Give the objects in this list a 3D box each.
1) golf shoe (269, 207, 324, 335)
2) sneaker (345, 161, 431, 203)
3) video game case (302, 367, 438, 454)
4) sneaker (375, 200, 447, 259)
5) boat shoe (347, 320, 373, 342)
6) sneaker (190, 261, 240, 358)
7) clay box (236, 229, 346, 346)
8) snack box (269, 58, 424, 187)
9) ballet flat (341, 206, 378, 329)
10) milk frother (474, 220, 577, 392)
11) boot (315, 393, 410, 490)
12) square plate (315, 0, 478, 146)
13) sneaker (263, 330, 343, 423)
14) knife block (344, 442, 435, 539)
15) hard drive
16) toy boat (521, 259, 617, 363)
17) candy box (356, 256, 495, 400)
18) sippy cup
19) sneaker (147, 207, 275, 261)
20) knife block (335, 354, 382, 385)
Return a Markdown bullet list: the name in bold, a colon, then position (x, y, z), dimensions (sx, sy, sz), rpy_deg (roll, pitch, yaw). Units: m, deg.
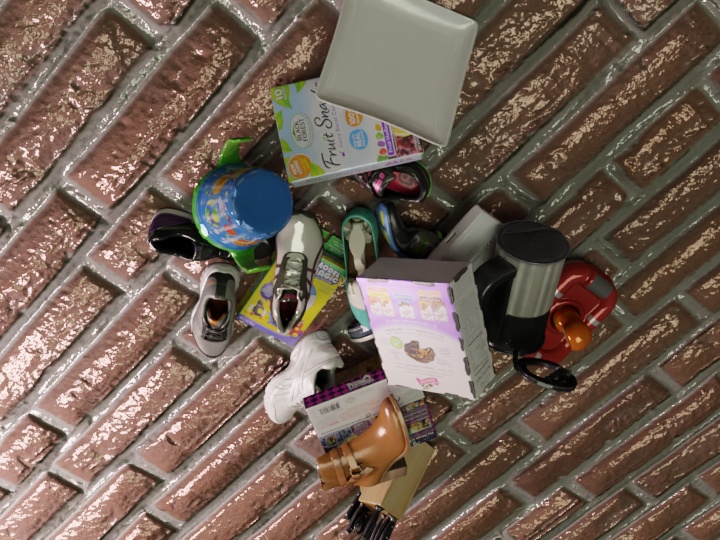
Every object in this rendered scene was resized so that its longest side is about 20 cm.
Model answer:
- **golf shoe**: position (-0.099, 0.004, 1.228), dimensions (0.077, 0.088, 0.201), rpy_deg (6, 115, -5)
- **sneaker**: position (0.020, -0.156, 1.201), dimensions (0.199, 0.084, 0.077), rpy_deg (16, 116, -12)
- **video game case**: position (0.020, 0.255, 1.368), dimensions (0.199, 0.036, 0.182), rpy_deg (-21, 126, -2)
- **sneaker**: position (0.095, -0.049, 1.285), dimensions (0.083, 0.071, 0.200), rpy_deg (-39, 122, 10)
- **boat shoe**: position (0.044, 0.062, 1.320), dimensions (0.200, 0.075, 0.062), rpy_deg (-29, 107, 42)
- **sneaker**: position (-0.243, 0.079, 1.305), dimensions (0.074, 0.080, 0.201), rpy_deg (6, 133, -10)
- **clay box**: position (-0.107, 0.021, 1.311), dimensions (0.115, 0.048, 0.200), rpy_deg (28, 114, -19)
- **snack box**: position (-0.018, -0.212, 1.149), dimensions (0.199, 0.053, 0.143), rpy_deg (-12, 86, 2)
- **ballet flat**: position (0.000, 0.000, 1.254), dimensions (0.067, 0.070, 0.201), rpy_deg (-5, 93, 18)
- **milk frother**: position (0.271, 0.060, 1.217), dimensions (0.200, 0.180, 0.189), rpy_deg (26, 132, 25)
- **boot**: position (-0.001, 0.294, 1.327), dimensions (0.155, 0.077, 0.200), rpy_deg (-9, 136, -10)
- **square plate**: position (0.052, -0.293, 1.108), dimensions (0.199, 0.028, 0.199), rpy_deg (18, 79, -14)
- **sneaker**: position (-0.098, 0.206, 1.378), dimensions (0.078, 0.099, 0.200), rpy_deg (0, 129, -47)
- **knife block**: position (0.058, 0.425, 1.485), dimensions (0.200, 0.176, 0.064), rpy_deg (-39, 117, 15)
- **hard drive**: position (0.208, -0.013, 1.296), dimensions (0.200, 0.027, 0.132), rpy_deg (29, 109, -40)
- **toy boat**: position (0.352, 0.089, 1.350), dimensions (0.130, 0.131, 0.200), rpy_deg (33, 112, -21)
- **candy box**: position (0.101, 0.086, 1.203), dimensions (0.167, 0.072, 0.201), rpy_deg (4, 120, 38)
- **sippy cup**: position (-0.165, -0.096, 1.162), dimensions (0.140, 0.130, 0.178), rpy_deg (-48, 111, -20)
- **sneaker**: position (-0.233, -0.037, 1.242), dimensions (0.199, 0.088, 0.076), rpy_deg (7, 119, -10)
- **knife block**: position (0.020, 0.254, 1.441), dimensions (0.199, 0.064, 0.176), rpy_deg (-26, 120, 9)
